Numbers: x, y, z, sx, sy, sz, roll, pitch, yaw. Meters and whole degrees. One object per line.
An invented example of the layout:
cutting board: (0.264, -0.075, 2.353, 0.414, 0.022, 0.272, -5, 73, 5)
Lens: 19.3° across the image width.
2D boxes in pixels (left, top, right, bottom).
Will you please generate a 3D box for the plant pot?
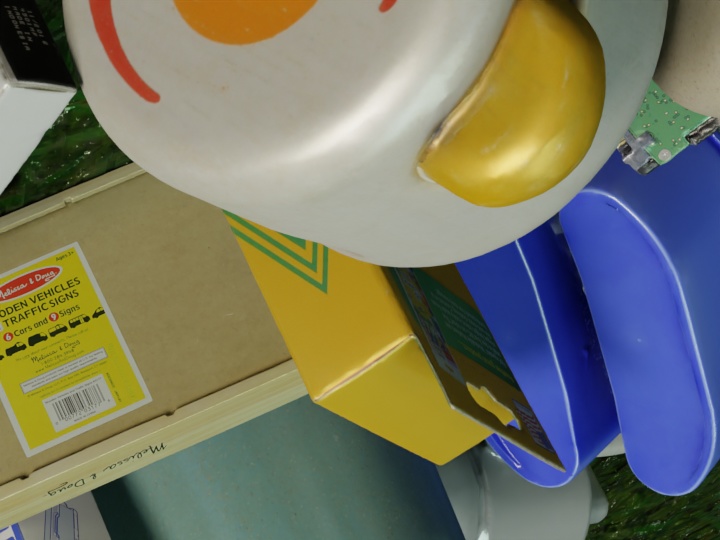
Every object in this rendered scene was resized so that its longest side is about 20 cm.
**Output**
plant pot: (-0.052, 0.092, 0.991, 0.200, 0.196, 0.200, -22, 153, -12)

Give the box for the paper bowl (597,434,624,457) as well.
paper bowl: (0.162, 0.005, 1.137, 0.200, 0.104, 0.201, -22, 153, -12)

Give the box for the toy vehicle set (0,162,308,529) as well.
toy vehicle set: (-0.130, 0.033, 0.892, 0.200, 0.124, 0.027, -23, 152, -9)

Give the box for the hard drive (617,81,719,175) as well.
hard drive: (0.147, -0.148, 0.837, 0.200, 0.140, 0.038, -39, -167, 18)

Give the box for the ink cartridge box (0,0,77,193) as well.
ink cartridge box: (-0.178, -0.036, 0.762, 0.037, 0.095, 0.200, 3, 140, -47)

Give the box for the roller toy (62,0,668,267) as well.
roller toy: (-0.002, -0.098, 0.714, 0.182, 0.200, 0.140, -18, 159, 30)

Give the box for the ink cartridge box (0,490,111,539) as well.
ink cartridge box: (-0.156, 0.113, 0.923, 0.044, 0.200, 0.094, -3, 144, -38)

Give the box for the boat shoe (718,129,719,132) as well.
boat shoe: (0.165, -0.079, 1.010, 0.202, 0.086, 0.075, 8, 135, -45)

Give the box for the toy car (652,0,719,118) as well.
toy car: (0.200, -0.143, 0.749, 0.200, 0.184, 0.177, -5, 115, -23)

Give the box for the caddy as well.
caddy: (0.117, 0.008, 0.976, 0.141, 0.200, 0.105, 0, -149, 33)

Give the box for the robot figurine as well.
robot figurine: (0.057, 0.136, 1.257, 0.200, 0.113, 0.170, 2, 139, -45)

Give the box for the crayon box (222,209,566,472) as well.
crayon box: (0.000, 0.000, 0.872, 0.052, 0.200, 0.126, -34, 152, 13)
